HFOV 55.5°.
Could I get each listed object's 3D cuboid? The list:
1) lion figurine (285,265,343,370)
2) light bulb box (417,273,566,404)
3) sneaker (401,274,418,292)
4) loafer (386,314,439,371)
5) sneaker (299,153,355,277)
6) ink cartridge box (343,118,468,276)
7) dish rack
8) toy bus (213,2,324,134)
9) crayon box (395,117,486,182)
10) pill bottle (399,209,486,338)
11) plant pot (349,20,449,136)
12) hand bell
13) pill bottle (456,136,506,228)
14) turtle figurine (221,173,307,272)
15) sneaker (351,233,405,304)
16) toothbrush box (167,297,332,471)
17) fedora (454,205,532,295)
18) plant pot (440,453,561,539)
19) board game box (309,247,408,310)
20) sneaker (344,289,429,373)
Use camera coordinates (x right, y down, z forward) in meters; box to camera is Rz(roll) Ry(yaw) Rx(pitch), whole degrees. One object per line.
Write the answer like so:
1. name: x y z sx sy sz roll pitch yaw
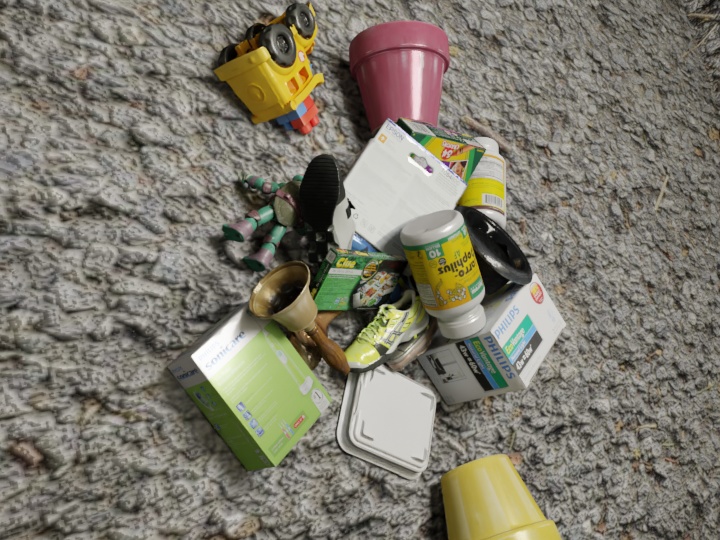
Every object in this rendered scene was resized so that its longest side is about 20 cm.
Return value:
1. lion figurine: -0.069 0.067 1.132 0.123 0.072 0.200 52 50 -8
2. light bulb box: 0.245 0.130 1.285 0.126 0.199 0.198 55 49 -9
3. sneaker: 0.138 0.012 1.307 0.199 0.080 0.147 39 42 -15
4. loafer: 0.111 0.123 1.264 0.063 0.071 0.200 60 40 -21
5. sneaker: -0.047 -0.092 1.109 0.088 0.073 0.203 -35 129 -57
6. ink cartridge box: 0.063 -0.128 1.216 0.199 0.041 0.201 37 81 -13
7. dish rack: 0.057 0.254 1.190 0.199 0.043 0.174 29 58 -28
8. toy bus: -0.128 -0.344 1.206 0.193 0.134 0.201 55 45 -27
9. crayon box: 0.121 -0.187 1.319 0.198 0.174 0.058 4 35 -38
10. pill bottle: 0.148 0.009 1.171 0.112 0.112 0.202 -37 115 -41
11. plant pot: 0.080 -0.355 1.336 0.198 0.199 0.182 3 80 -39
12. hand bell: -0.070 0.091 1.034 0.201 0.103 0.105 54 46 -36
13. pill bottle: 0.258 -0.180 1.471 0.108 0.109 0.203 21 61 -32
14. turtle figurine: -0.135 -0.103 1.129 0.150 0.100 0.201 46 56 -17
15. sneaker: 0.000 0.000 1.210 0.200 0.066 0.079 44 73 -31
16. toothbrush box: -0.159 0.168 1.012 0.201 0.086 0.146 55 48 -11
17. fedora: 0.223 -0.026 1.266 0.199 0.092 0.202 32 26 -17
18. plant pot: 0.226 0.431 1.180 0.199 0.201 0.191 4 55 -38
19. board game box: -0.004 0.018 1.120 0.023 0.106 0.199 42 21 31
20. sneaker: 0.035 0.103 1.183 0.199 0.075 0.077 -35 123 -33
